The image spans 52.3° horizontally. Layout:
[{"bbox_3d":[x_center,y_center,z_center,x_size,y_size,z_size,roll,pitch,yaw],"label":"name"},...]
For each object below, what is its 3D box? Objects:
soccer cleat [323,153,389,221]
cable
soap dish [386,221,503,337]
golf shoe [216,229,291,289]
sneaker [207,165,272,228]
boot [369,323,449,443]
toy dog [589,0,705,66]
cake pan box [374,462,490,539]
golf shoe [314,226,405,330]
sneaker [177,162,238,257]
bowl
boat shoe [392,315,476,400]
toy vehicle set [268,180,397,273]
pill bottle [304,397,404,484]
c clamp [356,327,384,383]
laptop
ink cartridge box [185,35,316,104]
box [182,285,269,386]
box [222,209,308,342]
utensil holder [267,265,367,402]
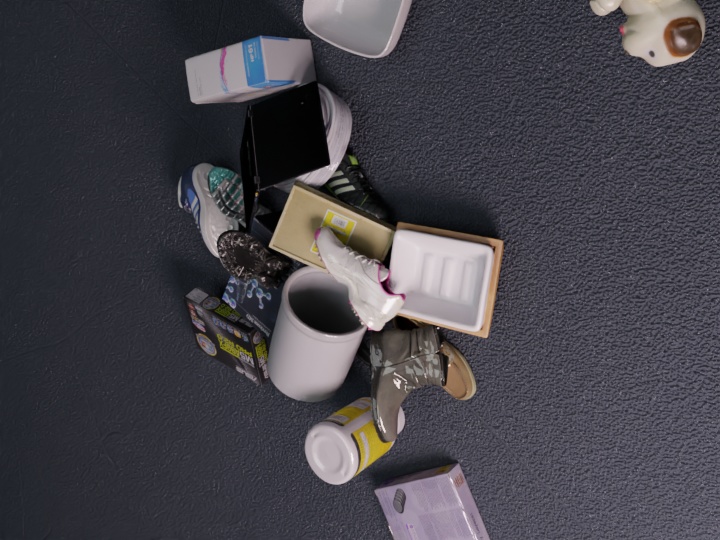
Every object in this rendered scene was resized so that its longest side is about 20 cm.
[{"bbox_3d":[-0.019,-0.161,1.329,0.199,0.067,0.082,40,115,23],"label":"soccer cleat"},{"bbox_3d":[-0.099,-0.235,1.323,0.198,0.069,0.203,5,79,46],"label":"cable"},{"bbox_3d":[0.143,0.011,1.234,0.198,0.081,0.160,13,99,33],"label":"soap dish"},{"bbox_3d":[-0.206,-0.027,1.284,0.094,0.200,0.078,35,86,29],"label":"golf shoe"},{"bbox_3d":[-0.248,-0.141,1.434,0.078,0.200,0.091,-45,54,-8],"label":"sneaker"},{"bbox_3d":[0.085,0.192,1.241,0.129,0.068,0.203,-3,87,17],"label":"boot"},{"bbox_3d":[0.396,-0.372,0.962,0.191,0.140,0.203,-3,99,-2],"label":"toy dog"},{"bbox_3d":[0.141,0.477,1.374,0.183,0.052,0.202,-27,85,38],"label":"cake pan box"},{"bbox_3d":[0.000,0.000,1.240,0.091,0.075,0.201,-36,86,19],"label":"golf shoe"},{"bbox_3d":[-0.325,-0.122,1.543,0.146,0.080,0.203,-6,100,60],"label":"sneaker"},{"bbox_3d":[0.008,-0.473,1.231,0.199,0.074,0.202,31,116,25],"label":"bowl"},{"bbox_3d":[0.124,0.150,1.298,0.201,0.066,0.074,51,124,14],"label":"boat shoe"},{"bbox_3d":[-0.049,-0.059,1.290,0.198,0.027,0.125,24,112,-7],"label":"toy vehicle set"},{"bbox_3d":[-0.002,0.298,1.339,0.110,0.199,0.113,9,106,33],"label":"pill bottle"},{"bbox_3d":[0.027,0.108,1.346,0.171,0.027,0.203,-148,60,-62],"label":"c clamp"},{"bbox_3d":[-0.140,-0.197,1.287,0.201,0.114,0.189,116,150,-54],"label":"laptop"},{"bbox_3d":[-0.204,-0.369,1.359,0.198,0.144,0.086,-5,99,36],"label":"ink cartridge box"},{"bbox_3d":[-0.280,0.139,1.556,0.198,0.044,0.162,25,138,28],"label":"box"},{"bbox_3d":[-0.161,0.009,1.441,0.148,0.107,0.202,37,120,22],"label":"box"},{"bbox_3d":[-0.079,0.120,1.352,0.170,0.169,0.201,39,135,21],"label":"utensil holder"}]
